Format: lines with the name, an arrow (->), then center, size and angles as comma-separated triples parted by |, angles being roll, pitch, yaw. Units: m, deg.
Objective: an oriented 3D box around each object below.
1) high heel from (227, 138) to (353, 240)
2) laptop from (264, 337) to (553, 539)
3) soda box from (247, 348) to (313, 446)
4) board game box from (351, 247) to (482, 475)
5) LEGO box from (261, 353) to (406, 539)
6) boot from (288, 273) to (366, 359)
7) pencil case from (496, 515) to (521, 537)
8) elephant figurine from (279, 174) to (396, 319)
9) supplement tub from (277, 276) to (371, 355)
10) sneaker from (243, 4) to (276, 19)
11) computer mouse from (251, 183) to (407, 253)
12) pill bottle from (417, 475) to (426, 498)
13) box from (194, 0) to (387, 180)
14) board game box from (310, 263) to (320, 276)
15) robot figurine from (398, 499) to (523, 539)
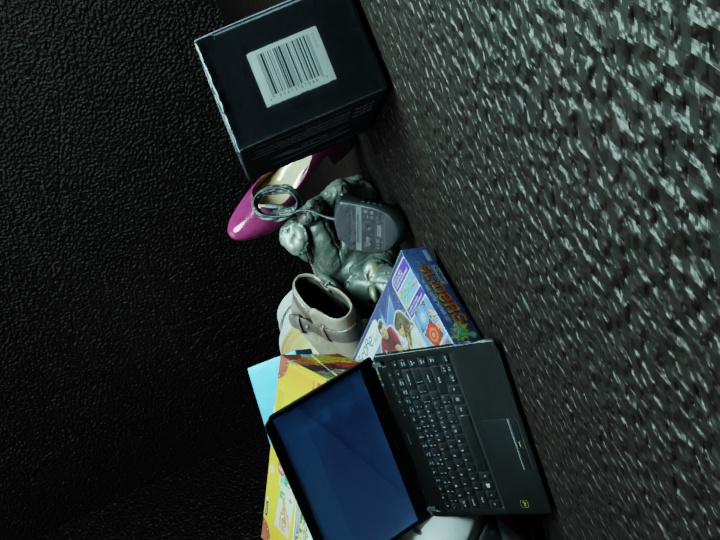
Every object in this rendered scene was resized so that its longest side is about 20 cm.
high heel -> -0.092, -0.123, 1.065 | 0.067, 0.200, 0.096 | 39, 169, 26
laptop -> 0.045, 0.173, 0.798 | 0.103, 0.197, 0.180 | -45, -61, -53
soda box -> -0.065, 0.200, 1.062 | 0.064, 0.067, 0.204 | 9, -119, -74
board game box -> 0.049, 0.097, 0.902 | 0.137, 0.034, 0.202 | 61, 144, 34
LEGO box -> -0.028, 0.198, 0.912 | 0.148, 0.076, 0.205 | 15, 100, 56
boot -> -0.005, 0.089, 1.042 | 0.198, 0.070, 0.147 | 29, 153, 29
pencil case -> 0.126, 0.248, 1.000 | 0.089, 0.087, 0.203 | -122, 10, -58
elephant figurine -> 0.000, 0.000, 1.091 | 0.201, 0.141, 0.155 | 52, -156, 0
supplement tub -> -0.027, 0.123, 1.205 | 0.146, 0.142, 0.202 | 75, 172, -55
sneaker -> -0.097, -0.278, 1.142 | 0.200, 0.069, 0.092 | -126, 17, -60
computer mouse -> -0.035, -0.064, 1.010 | 0.034, 0.196, 0.060 | -40, -42, -54
pill bottle -> 0.048, 0.247, 1.056 | 0.200, 0.110, 0.112 | 52, -172, -51
box -> -0.066, -0.172, 0.858 | 0.200, 0.145, 0.106 | 163, 83, -84
board game box -> -0.028, 0.041, 1.472 | 0.201, 0.061, 0.202 | 78, 169, -57
robot figurine -> 0.124, 0.315, 0.905 | 0.199, 0.151, 0.125 | 39, -143, 1
